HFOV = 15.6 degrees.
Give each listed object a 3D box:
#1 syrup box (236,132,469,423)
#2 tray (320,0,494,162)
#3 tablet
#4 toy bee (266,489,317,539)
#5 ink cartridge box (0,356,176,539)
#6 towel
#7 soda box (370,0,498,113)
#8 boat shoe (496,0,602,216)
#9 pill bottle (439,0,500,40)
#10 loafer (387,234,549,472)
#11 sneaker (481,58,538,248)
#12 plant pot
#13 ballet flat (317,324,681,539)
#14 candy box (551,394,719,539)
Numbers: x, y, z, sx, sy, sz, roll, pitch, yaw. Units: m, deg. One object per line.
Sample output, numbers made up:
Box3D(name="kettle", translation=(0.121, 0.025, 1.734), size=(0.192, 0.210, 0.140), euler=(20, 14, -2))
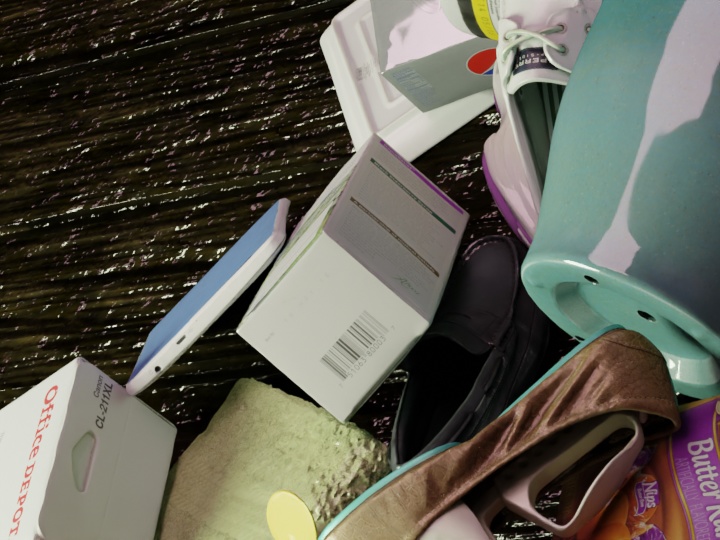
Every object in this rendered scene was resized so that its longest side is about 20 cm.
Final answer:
Box3D(name="syrup box", translation=(0.000, 0.000, 1.475), size=(0.079, 0.081, 0.200), euler=(-48, 5, 19))
Box3D(name="tray", translation=(0.027, -0.141, 1.742), size=(0.107, 0.022, 0.200), euler=(-35, 33, 12))
Box3D(name="tablet", translation=(-0.089, 0.014, 1.606), size=(0.130, 0.014, 0.200), euler=(-45, 5, 5))
Box3D(name="toy bee", translation=(-0.052, 0.172, 1.337), size=(0.109, 0.199, 0.132), euler=(37, 113, 58))
Box3D(name="ink cartridge box", translation=(-0.209, 0.164, 1.543), size=(0.200, 0.083, 0.146), euler=(-32, 32, 34))
Box3D(name="towel", translation=(-0.063, 0.136, 1.482), size=(0.149, 0.036, 0.200), euler=(-55, 26, -12))
Box3D(name="soda box", translation=(0.107, -0.169, 1.618), size=(0.199, 0.063, 0.069), euler=(-18, 62, 23))
Box3D(name="boat shoe", translation=(0.109, -0.111, 1.420), size=(0.073, 0.201, 0.067), euler=(-17, -1, 37))
Box3D(name="pill bottle", translation=(0.151, -0.173, 1.493), size=(0.199, 0.113, 0.113), euler=(14, 59, 27))
Box3D(name="loafer", translation=(0.058, 0.051, 1.440), size=(0.068, 0.070, 0.201), euler=(-17, 40, 32))
Box3D(name="sneaker", translation=(0.124, -0.081, 1.521), size=(0.099, 0.075, 0.201), euler=(-26, 36, 23))
Box3D(name="plant pot", translation=(0.178, -0.046, 1.326), size=(0.199, 0.200, 0.189), euler=(11, 65, 51))
Box3D(name="ballet flat", translation=(0.072, 0.107, 1.272), size=(0.199, 0.068, 0.072), euler=(-34, 57, -4))
Box3D(name="candy box", translation=(0.187, 0.114, 1.249), size=(0.199, 0.057, 0.117), euler=(-17, 39, 31))
